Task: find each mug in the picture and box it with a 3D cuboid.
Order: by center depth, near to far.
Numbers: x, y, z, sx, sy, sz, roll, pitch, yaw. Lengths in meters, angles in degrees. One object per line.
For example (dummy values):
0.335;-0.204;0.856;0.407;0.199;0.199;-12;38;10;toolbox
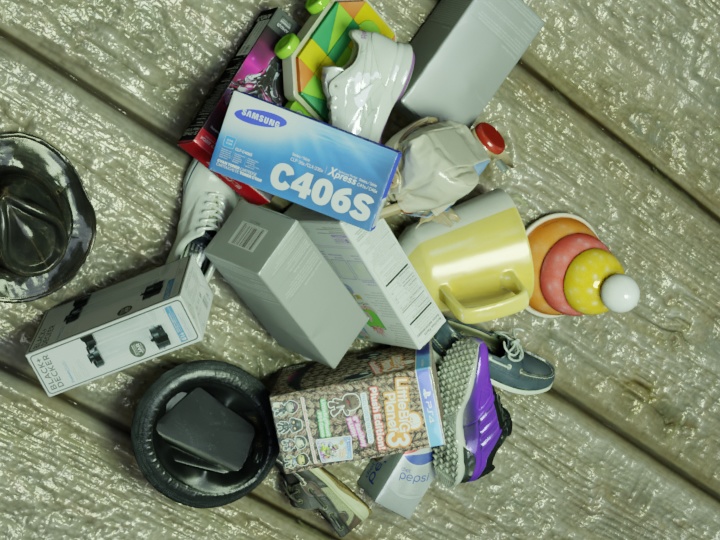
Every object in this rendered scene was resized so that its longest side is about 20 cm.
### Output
0.129;-0.015;1.732;0.152;0.187;0.151;-14;93;-10;mug

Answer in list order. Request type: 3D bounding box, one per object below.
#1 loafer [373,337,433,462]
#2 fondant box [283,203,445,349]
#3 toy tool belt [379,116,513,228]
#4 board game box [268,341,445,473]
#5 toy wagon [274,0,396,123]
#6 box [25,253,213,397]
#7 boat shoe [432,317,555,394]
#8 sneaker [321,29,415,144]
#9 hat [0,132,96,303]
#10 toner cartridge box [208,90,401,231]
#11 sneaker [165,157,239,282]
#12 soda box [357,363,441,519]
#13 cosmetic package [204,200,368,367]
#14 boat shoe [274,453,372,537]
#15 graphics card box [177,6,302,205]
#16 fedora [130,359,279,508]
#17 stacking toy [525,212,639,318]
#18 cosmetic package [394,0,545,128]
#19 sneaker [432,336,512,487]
0.035;0.151;1.797;0.070;0.073;0.202;14;93;-15;loafer
0.000;0.000;1.689;0.058;0.144;0.201;-44;117;-26;fondant box
0.087;-0.114;1.632;0.123;0.200;0.125;-42;81;30;toy tool belt
0.000;0.166;1.683;0.198;0.159;0.098;-11;98;4;board game box
-0.034;-0.226;1.614;0.155;0.039;0.201;43;70;-30;toy wagon
-0.275;0.063;1.571;0.198;0.117;0.061;-21;114;11;box
0.184;0.111;1.839;0.198;0.075;0.062;20;120;-18;boat shoe
-0.014;-0.182;1.578;0.099;0.075;0.202;22;92;-14;sneaker
-0.389;-0.051;1.550;0.199;0.081;0.203;-6;106;-20;hat
-0.062;-0.123;1.533;0.198;0.043;0.096;21;97;5;toner cartridge box
-0.182;-0.058;1.640;0.072;0.071;0.202;12;98;-25;sneaker
0.081;0.226;1.831;0.063;0.068;0.201;31;91;-26;soda box
-0.086;0.020;1.632;0.091;0.106;0.200;-56;138;-17;cosmetic package
-0.066;0.284;1.782;0.200;0.073;0.065;41;81;-26;boat shoe
-0.113;-0.195;1.620;0.125;0.051;0.201;39;72;-26;graphics card box
-0.197;0.192;1.690;0.199;0.092;0.203;-6;107;-21;fedora
0.297;0.014;1.790;0.145;0.200;0.148;-6;106;-20;stacking toy
0.125;-0.266;1.706;0.107;0.090;0.201;39;90;-29;cosmetic package
0.154;0.180;1.779;0.099;0.069;0.202;-2;107;-30;sneaker
